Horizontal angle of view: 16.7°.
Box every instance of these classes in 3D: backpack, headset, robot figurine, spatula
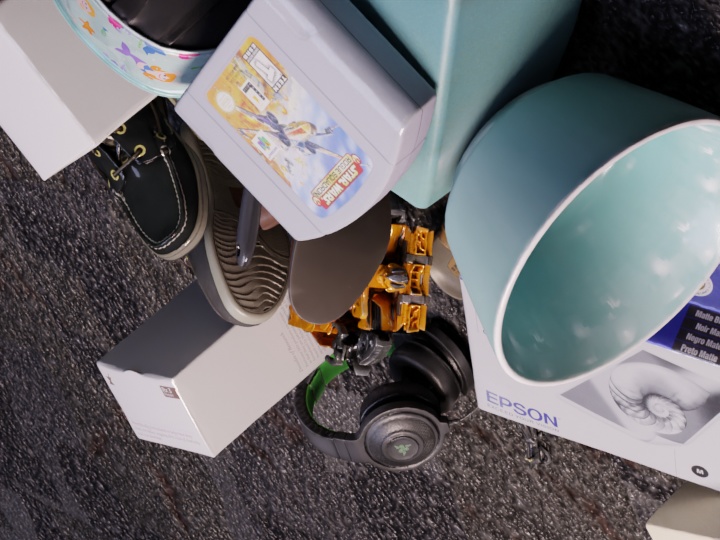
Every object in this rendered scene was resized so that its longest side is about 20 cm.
[{"bbox_3d":[-0.104,-0.212,1.575,0.178,0.200,0.151,46,154,3],"label":"backpack"},{"bbox_3d":[0.048,0.108,1.883,0.200,0.124,0.094,5,135,29],"label":"headset"},{"bbox_3d":[0.000,0.000,1.790,0.200,0.058,0.145,-170,85,-69],"label":"robot figurine"},{"bbox_3d":[-0.063,-0.100,1.732,0.021,0.201,0.057,14,-177,-21],"label":"spatula"}]

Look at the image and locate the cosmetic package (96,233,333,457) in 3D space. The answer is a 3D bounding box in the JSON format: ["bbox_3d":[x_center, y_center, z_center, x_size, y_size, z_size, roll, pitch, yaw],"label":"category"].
[{"bbox_3d":[-0.093,0.050,1.920,0.113,0.200,0.081,10,135,53],"label":"cosmetic package"}]

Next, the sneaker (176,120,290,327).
[{"bbox_3d":[-0.116,-0.017,1.900,0.106,0.075,0.200,-50,40,37],"label":"sneaker"}]

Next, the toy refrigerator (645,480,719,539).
[{"bbox_3d":[0.293,0.186,1.646,0.200,0.076,0.070,4,130,55],"label":"toy refrigerator"}]

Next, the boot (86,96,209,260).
[{"bbox_3d":[-0.200,-0.106,1.818,0.154,0.073,0.204,23,-144,-50],"label":"boot"}]

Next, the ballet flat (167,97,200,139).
[{"bbox_3d":[-0.153,-0.179,1.862,0.200,0.067,0.062,58,-179,-13],"label":"ballet flat"}]

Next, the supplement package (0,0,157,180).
[{"bbox_3d":[-0.170,-0.176,1.727,0.117,0.200,0.117,52,154,-7],"label":"supplement package"}]

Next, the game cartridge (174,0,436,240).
[{"bbox_3d":[-0.032,-0.092,1.459,0.133,0.042,0.200,50,152,2],"label":"game cartridge"}]

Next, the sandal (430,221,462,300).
[{"bbox_3d":[0.080,-0.020,1.719,0.082,0.055,0.200,48,155,1],"label":"sandal"}]

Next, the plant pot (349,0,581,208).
[{"bbox_3d":[0.041,-0.150,1.469,0.141,0.141,0.200,35,144,26],"label":"plant pot"}]

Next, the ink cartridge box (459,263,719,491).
[{"bbox_3d":[0.163,0.050,1.649,0.199,0.041,0.200,18,143,24],"label":"ink cartridge box"}]

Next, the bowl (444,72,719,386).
[{"bbox_3d":[0.129,-0.038,1.475,0.105,0.201,0.201,46,157,32],"label":"bowl"}]

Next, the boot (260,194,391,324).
[{"bbox_3d":[-0.043,-0.042,1.749,0.064,0.187,0.200,25,165,-22],"label":"boot"}]
